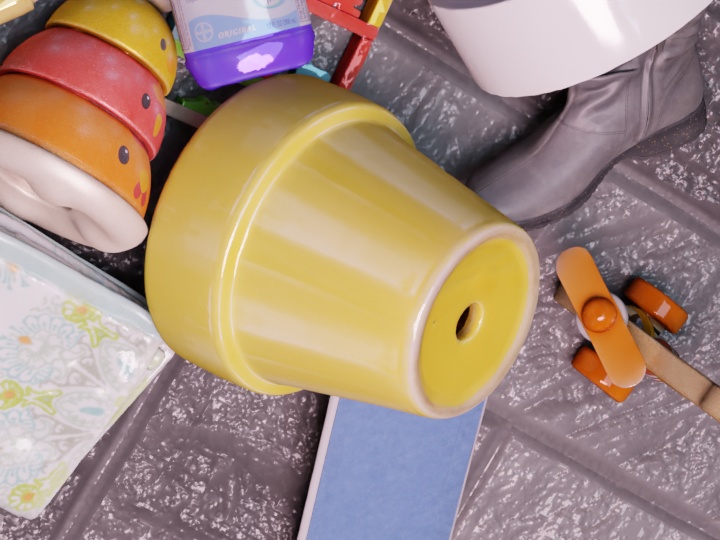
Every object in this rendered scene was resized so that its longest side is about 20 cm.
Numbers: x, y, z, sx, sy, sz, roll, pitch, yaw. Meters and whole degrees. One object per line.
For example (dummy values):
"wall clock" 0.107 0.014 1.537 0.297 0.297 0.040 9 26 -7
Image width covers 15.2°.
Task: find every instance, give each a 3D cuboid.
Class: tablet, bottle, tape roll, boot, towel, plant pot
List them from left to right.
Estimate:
"towel" -0.238 0.052 1.701 0.200 0.048 0.171 33 105 -25
"bottle" -0.087 -0.215 1.646 0.083 0.065 0.201 -13 96 -4
"plant pot" 0.000 0.000 1.678 0.201 0.189 0.201 -33 136 -39
"tablet" 0.017 0.148 1.829 0.130 0.014 0.200 -3 117 -33
"boot" 0.145 -0.117 1.782 0.200 0.070 0.132 -32 141 -21
"tape roll" 0.143 -0.197 1.711 0.202 0.202 0.071 -36 113 -8

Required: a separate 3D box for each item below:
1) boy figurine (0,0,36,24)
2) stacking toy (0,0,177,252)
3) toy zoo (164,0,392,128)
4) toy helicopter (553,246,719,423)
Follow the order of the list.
"boy figurine" -0.246 -0.198 1.642 0.200 0.064 0.124 -45 117 -7
"stacking toy" -0.162 -0.126 1.673 0.146 0.146 0.200 32 76 -25
"toy zoo" -0.048 -0.176 1.743 0.131 0.020 0.200 23 96 -24
"toy helicopter" 0.198 0.056 1.800 0.079 0.200 0.132 -51 132 -1
